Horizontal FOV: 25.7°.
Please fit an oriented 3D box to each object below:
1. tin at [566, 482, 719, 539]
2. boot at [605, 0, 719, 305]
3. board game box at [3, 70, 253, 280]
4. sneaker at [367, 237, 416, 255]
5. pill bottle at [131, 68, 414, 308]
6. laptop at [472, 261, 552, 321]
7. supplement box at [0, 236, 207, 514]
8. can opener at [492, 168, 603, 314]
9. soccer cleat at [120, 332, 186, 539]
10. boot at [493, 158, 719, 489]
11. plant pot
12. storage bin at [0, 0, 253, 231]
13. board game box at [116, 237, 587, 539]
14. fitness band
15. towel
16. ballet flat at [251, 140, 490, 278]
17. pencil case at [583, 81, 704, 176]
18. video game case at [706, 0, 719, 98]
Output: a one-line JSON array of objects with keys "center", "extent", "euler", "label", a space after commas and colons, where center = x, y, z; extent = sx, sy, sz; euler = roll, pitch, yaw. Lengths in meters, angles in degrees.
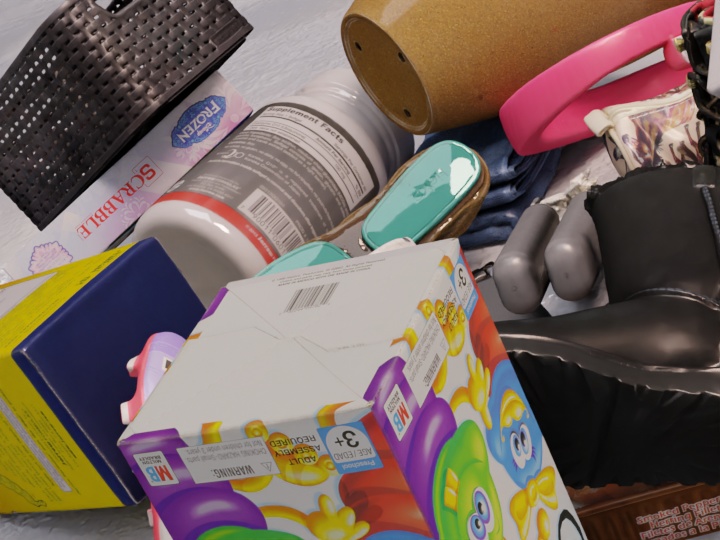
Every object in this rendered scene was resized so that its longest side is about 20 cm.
[{"center": [0.142, 0.074, 0.717], "extent": [0.200, 0.042, 0.112], "euler": [-17, 33, 14], "label": "tin"}, {"center": [0.180, -0.053, 0.800], "extent": [0.203, 0.154, 0.073], "euler": [-32, 24, -11], "label": "boot"}, {"center": [-0.167, -0.058, 1.163], "extent": [0.200, 0.041, 0.200], "euler": [-43, 5, -3], "label": "board game box"}, {"center": [0.000, 0.071, 0.772], "extent": [0.079, 0.130, 0.199], "euler": [-28, 7, 28], "label": "sneaker"}, {"center": [-0.052, -0.046, 1.065], "extent": [0.116, 0.116, 0.200], "euler": [-3, 32, 41], "label": "pill bottle"}, {"center": [0.024, 0.082, 0.863], "extent": [0.177, 0.103, 0.200], "euler": [-30, -1, -10], "label": "laptop"}, {"center": [-0.176, 0.068, 0.928], "extent": [0.200, 0.110, 0.109], "euler": [-13, 26, 51], "label": "supplement box"}, {"center": [0.114, -0.011, 0.835], "extent": [0.053, 0.067, 0.200], "euler": [-17, 6, 18], "label": "can opener"}, {"center": [-0.073, 0.112, 0.782], "extent": [0.076, 0.067, 0.200], "euler": [-11, 49, 0], "label": "soccer cleat"}, {"center": [0.117, 0.014, 0.682], "extent": [0.198, 0.073, 0.163], "euler": [4, 40, 5], "label": "boot"}, {"center": [0.091, -0.182, 1.033], "extent": [0.200, 0.186, 0.186], "euler": [-35, 26, -18], "label": "plant pot"}, {"center": [-0.182, -0.129, 1.110], "extent": [0.200, 0.094, 0.135], "euler": [-35, 10, 49], "label": "storage bin"}, {"center": [0.014, 0.105, 0.592], "extent": [0.105, 0.200, 0.103], "euler": [-11, 28, 28], "label": "board game box"}, {"center": [0.172, -0.123, 0.991], "extent": [0.200, 0.037, 0.144], "euler": [-19, -8, -46], "label": "fitness band"}, {"center": [0.086, -0.085, 1.088], "extent": [0.112, 0.049, 0.200], "euler": [-13, 28, 29], "label": "towel"}, {"center": [0.000, 0.000, 0.959], "extent": [0.200, 0.072, 0.068], "euler": [-42, 67, -14], "label": "ballet flat"}, {"center": [0.235, -0.095, 0.911], "extent": [0.200, 0.089, 0.078], "euler": [-23, 25, 10], "label": "pencil case"}, {"center": [0.256, -0.123, 0.767], "extent": [0.018, 0.200, 0.143], "euler": [-19, 58, 60], "label": "video game case"}]
